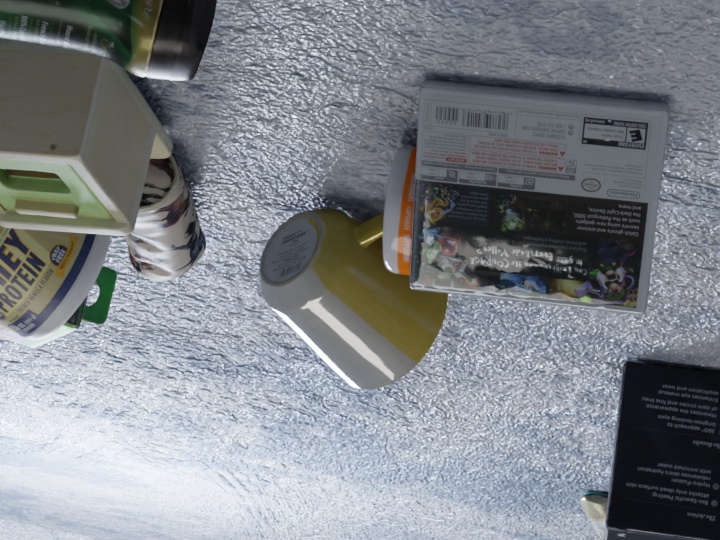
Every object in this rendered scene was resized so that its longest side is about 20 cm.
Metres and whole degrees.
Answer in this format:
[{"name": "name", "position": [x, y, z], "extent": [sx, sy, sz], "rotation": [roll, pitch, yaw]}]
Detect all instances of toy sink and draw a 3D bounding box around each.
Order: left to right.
[{"name": "toy sink", "position": [-0.254, -0.100, 1.499], "extent": [0.130, 0.113, 0.200], "rotation": [5, 160, 13]}]

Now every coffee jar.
[{"name": "coffee jar", "position": [-0.201, -0.203, 1.256], "extent": [0.199, 0.105, 0.085], "rotation": [13, 159, -9]}]

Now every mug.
[{"name": "mug", "position": [-0.007, 0.001, 1.735], "extent": [0.153, 0.187, 0.149], "rotation": [37, 180, -36]}]

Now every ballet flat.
[{"name": "ballet flat", "position": [0.391, 0.387, 2.666], "extent": [0.067, 0.063, 0.200], "rotation": [-7, 155, 37]}]

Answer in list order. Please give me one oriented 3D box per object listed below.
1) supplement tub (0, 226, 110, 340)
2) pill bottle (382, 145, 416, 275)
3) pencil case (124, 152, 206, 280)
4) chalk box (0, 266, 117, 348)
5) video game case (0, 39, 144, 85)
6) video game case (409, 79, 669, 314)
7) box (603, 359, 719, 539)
[{"name": "supplement tub", "position": [-0.356, -0.038, 1.694], "extent": [0.200, 0.145, 0.144], "rotation": [32, 152, -25]}, {"name": "pill bottle", "position": [0.124, -0.043, 1.534], "extent": [0.199, 0.114, 0.113], "rotation": [6, 160, 8]}, {"name": "pencil case", "position": [-0.202, -0.056, 1.700], "extent": [0.089, 0.078, 0.200], "rotation": [19, 162, 10]}, {"name": "chalk box", "position": [-0.354, 0.000, 1.853], "extent": [0.199, 0.125, 0.124], "rotation": [22, 156, -29]}, {"name": "video game case", "position": [-0.284, -0.188, 1.462], "extent": [0.199, 0.019, 0.143], "rotation": [20, 158, -30]}, {"name": "video game case", "position": [0.143, -0.059, 1.447], "extent": [0.199, 0.023, 0.183], "rotation": [6, 116, 8]}, {"name": "box", "position": [0.383, 0.222, 2.015], "extent": [0.196, 0.201, 0.118], "rotation": [7, 160, 7]}]
